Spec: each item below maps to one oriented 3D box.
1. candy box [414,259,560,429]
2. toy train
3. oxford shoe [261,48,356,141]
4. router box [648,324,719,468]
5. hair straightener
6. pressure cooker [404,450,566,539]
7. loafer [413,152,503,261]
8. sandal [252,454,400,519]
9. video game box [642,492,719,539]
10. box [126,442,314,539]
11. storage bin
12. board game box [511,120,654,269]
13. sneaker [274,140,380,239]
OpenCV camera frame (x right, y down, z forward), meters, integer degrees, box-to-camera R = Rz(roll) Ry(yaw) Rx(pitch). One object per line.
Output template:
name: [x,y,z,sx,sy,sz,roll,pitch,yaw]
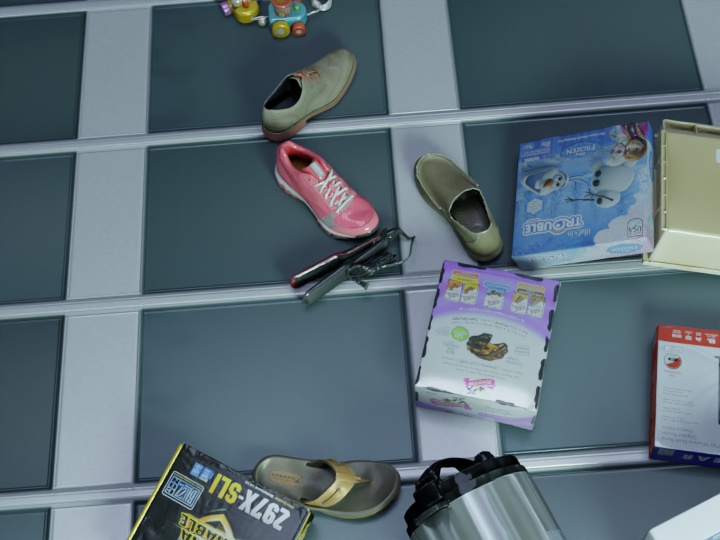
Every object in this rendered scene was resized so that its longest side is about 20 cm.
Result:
candy box: [0.175,0.101,1.611,0.166,0.072,0.201,11,62,9]
toy train: [-0.153,-0.472,1.951,0.199,0.056,0.151,29,67,18]
oxford shoe: [-0.078,-0.288,1.834,0.070,0.075,0.200,33,68,20]
router box: [0.491,0.173,1.567,0.198,0.049,0.181,6,62,6]
hair straightener: [0.000,0.000,1.700,0.199,0.041,0.077,-26,63,-16]
pressure cooker: [0.152,0.319,1.435,0.178,0.176,0.201,-23,66,-13]
loafer: [0.147,-0.106,1.727,0.076,0.068,0.200,-31,64,-13]
sandal: [-0.047,0.276,1.537,0.198,0.054,0.081,7,62,7]
video game box: [0.426,0.312,1.419,0.199,0.183,0.047,-24,66,-10]
box: [-0.181,0.337,1.503,0.199,0.049,0.160,25,73,16]
storage bin: [0.514,-0.103,1.680,0.198,0.094,0.200,8,61,1]
board game box: [0.322,-0.109,1.691,0.199,0.043,0.200,-9,59,27]
sneaker: [-0.057,-0.120,1.735,0.200,0.087,0.074,37,70,20]
